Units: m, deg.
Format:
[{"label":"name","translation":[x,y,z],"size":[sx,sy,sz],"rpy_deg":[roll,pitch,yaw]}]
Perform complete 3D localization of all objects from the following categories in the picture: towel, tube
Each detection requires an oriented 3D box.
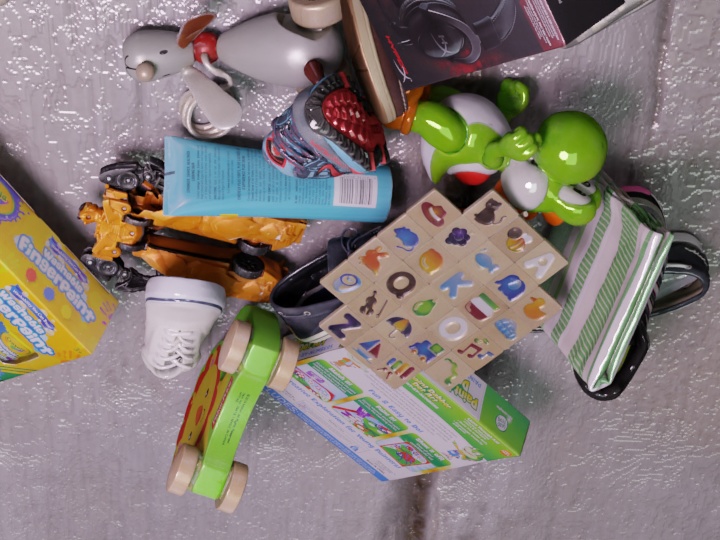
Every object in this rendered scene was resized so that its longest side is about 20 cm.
[{"label":"towel","translation":[0.195,0.001,1.244],"size":[0.023,0.200,0.153],"rpy_deg":[14,107,-17]},{"label":"tube","translation":[-0.073,-0.075,1.282],"size":[0.199,0.078,0.050],"rpy_deg":[5,148,-15]}]

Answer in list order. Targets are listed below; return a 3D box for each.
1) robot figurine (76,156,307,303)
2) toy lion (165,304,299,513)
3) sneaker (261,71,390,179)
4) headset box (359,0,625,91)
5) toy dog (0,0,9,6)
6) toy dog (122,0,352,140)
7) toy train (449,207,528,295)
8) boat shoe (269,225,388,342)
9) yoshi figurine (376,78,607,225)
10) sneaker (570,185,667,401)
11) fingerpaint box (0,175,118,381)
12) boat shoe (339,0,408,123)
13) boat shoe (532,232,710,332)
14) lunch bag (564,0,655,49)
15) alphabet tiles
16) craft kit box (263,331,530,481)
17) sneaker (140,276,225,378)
[{"label":"robot figurine","translation":[-0.156,-0.035,1.330],"size":[0.199,0.058,0.145],"rpy_deg":[14,125,-10]},{"label":"toy lion","translation":[-0.128,0.121,1.373],"size":[0.068,0.192,0.201],"rpy_deg":[20,103,-14]},{"label":"sneaker","translation":[-0.034,-0.100,1.184],"size":[0.095,0.200,0.080],"rpy_deg":[-19,85,9]},{"label":"headset box","translation":[0.083,-0.224,1.044],"size":[0.200,0.077,0.149],"rpy_deg":[-5,117,54]},{"label":"toy dog","translation":[-0.325,-0.268,1.076],"size":[0.139,0.200,0.195],"rpy_deg":[-8,126,6]},{"label":"toy dog","translation":[-0.094,-0.168,1.209],"size":[0.199,0.097,0.132],"rpy_deg":[-23,122,16]},{"label":"toy train","translation":[0.113,0.003,1.306],"size":[0.115,0.085,0.200],"rpy_deg":[28,150,-32]},{"label":"boat shoe","translation":[0.000,0.000,1.293],"size":[0.200,0.075,0.062],"rpy_deg":[-30,131,31]},{"label":"yoshi figurine","translation":[0.122,-0.118,1.215],"size":[0.199,0.113,0.112],"rpy_deg":[31,164,1]},{"label":"sneaker","translation":[0.227,0.028,1.287],"size":[0.073,0.087,0.201],"rpy_deg":[11,109,3]},{"label":"fingerpaint box","translation":[-0.348,0.006,1.326],"size":[0.166,0.074,0.200],"rpy_deg":[-16,126,33]},{"label":"boat shoe","translation":[0.020,-0.219,1.153],"size":[0.072,0.072,0.201],"rpy_deg":[-12,89,-5]},{"label":"boat shoe","translation":[0.224,0.020,1.362],"size":[0.199,0.060,0.076],"rpy_deg":[-21,123,15]},{"label":"lunch bag","translation":[0.186,-0.287,1.102],"size":[0.199,0.139,0.168],"rpy_deg":[-28,104,19]},{"label":"alphabet tiles","translation":[0.069,0.020,1.246],"size":[0.200,0.006,0.166],"rpy_deg":[-38,118,23]},{"label":"craft kit box","translation":[0.025,0.122,1.399],"size":[0.200,0.049,0.197],"rpy_deg":[41,146,-27]},{"label":"sneaker","translation":[-0.160,0.055,1.320],"size":[0.073,0.071,0.200],"rpy_deg":[5,165,-6]}]
